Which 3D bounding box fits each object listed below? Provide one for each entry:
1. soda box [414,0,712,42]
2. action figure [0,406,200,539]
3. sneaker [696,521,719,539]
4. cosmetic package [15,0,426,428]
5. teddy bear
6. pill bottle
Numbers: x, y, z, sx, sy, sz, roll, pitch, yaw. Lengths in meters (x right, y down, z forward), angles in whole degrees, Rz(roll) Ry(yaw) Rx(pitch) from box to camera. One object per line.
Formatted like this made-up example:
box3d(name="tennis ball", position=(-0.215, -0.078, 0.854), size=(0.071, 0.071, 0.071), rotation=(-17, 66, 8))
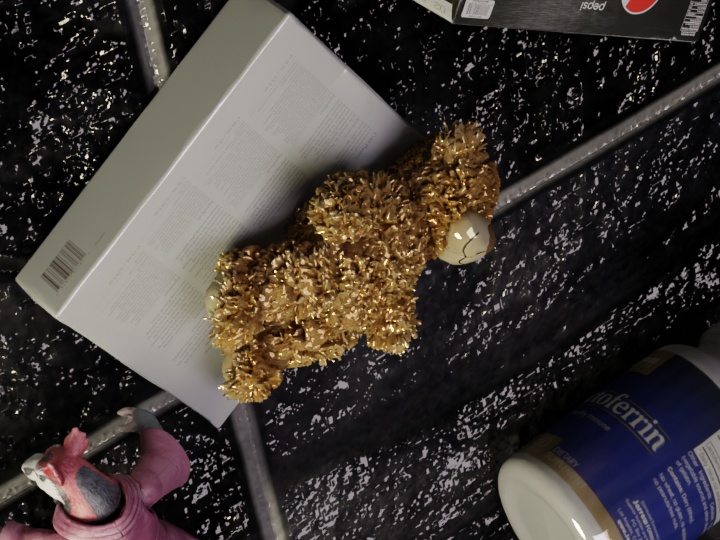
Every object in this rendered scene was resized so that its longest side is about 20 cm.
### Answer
box3d(name="soda box", position=(0.112, -0.173, 1.324), size=(0.199, 0.071, 0.064), rotation=(0, 115, -40))
box3d(name="action figure", position=(-0.136, 0.159, 1.281), size=(0.134, 0.149, 0.200), rotation=(-34, 147, -10))
box3d(name="sneaker", position=(0.262, 0.143, 1.662), size=(0.199, 0.070, 0.091), rotation=(-19, 112, -31))
box3d(name="cosmetic package", position=(-0.070, -0.032, 1.275), size=(0.200, 0.052, 0.151), rotation=(-52, 135, -2))
box3d(name="teddy bear", position=(0.000, 0.000, 1.273), size=(0.199, 0.067, 0.146), rotation=(-21, 131, -31))
box3d(name="pill bottle", position=(0.198, 0.121, 1.549), size=(0.199, 0.116, 0.116), rotation=(-34, 133, -19))
